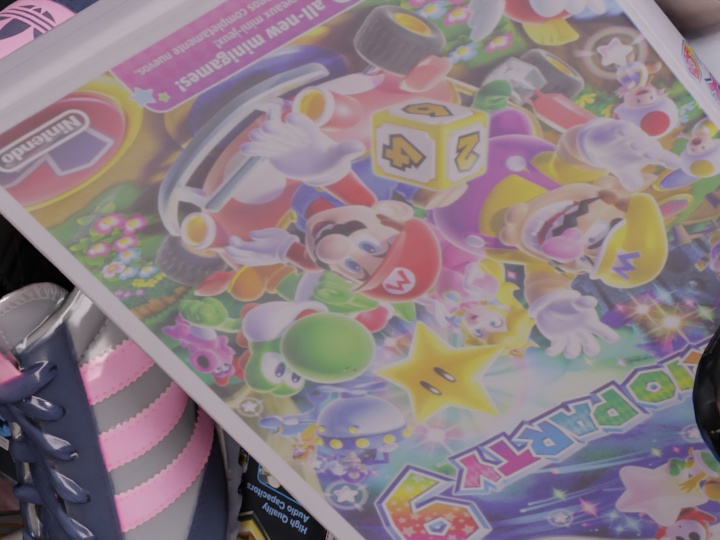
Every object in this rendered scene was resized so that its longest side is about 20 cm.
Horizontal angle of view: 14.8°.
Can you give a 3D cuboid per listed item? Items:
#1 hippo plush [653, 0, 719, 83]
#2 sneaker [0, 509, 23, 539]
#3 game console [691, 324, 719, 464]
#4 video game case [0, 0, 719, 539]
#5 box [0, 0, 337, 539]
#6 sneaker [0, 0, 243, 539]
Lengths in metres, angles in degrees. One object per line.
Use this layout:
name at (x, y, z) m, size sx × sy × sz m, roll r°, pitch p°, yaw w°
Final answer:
hippo plush at (0.121, -0.128, 0.657) m, size 0.160 × 0.159 × 0.201 m, roll -12°, pitch 72°, yaw 3°
sneaker at (-0.130, 0.092, 0.829) m, size 0.092 × 0.200 × 0.076 m, roll 37°, pitch 128°, yaw 38°
game console at (0.198, 0.017, 0.556) m, size 0.200 × 0.171 × 0.118 m, roll 41°, pitch 148°, yaw -7°
video game case at (0.024, 0.001, 0.616) m, size 0.143 × 0.018 × 0.200 m, roll -27°, pitch 125°, yaw 25°
box at (-0.055, -0.006, 0.750) m, size 0.200 × 0.046 × 0.159 m, roll 26°, pitch 117°, yaw 38°
sneaker at (-0.075, 0.023, 0.684) m, size 0.070 × 0.082 × 0.201 m, roll 19°, pitch 112°, yaw 39°
